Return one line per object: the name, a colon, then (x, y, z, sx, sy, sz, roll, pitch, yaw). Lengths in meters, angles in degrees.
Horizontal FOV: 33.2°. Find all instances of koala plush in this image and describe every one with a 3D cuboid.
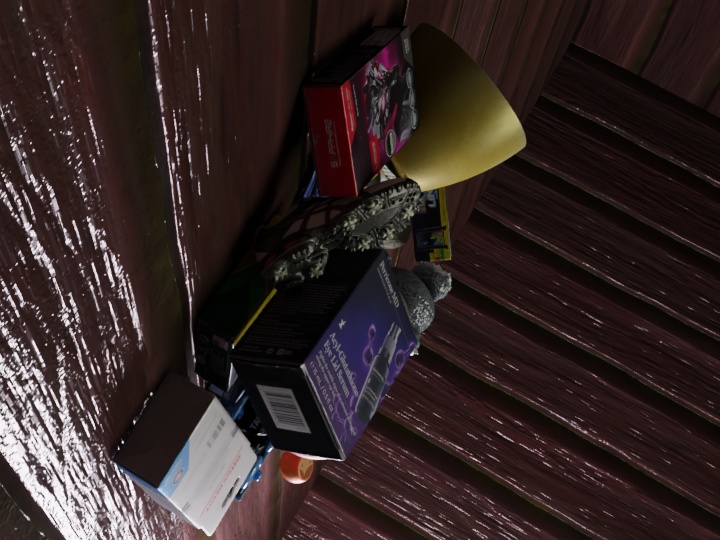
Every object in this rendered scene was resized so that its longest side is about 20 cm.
koala plush: (0.024, 0.031, 1.774, 0.178, 0.199, 0.184, -56, 170, -31)

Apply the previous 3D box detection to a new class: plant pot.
plant pot: (0.087, -0.182, 1.496, 0.142, 0.200, 0.200, -41, 170, -4)

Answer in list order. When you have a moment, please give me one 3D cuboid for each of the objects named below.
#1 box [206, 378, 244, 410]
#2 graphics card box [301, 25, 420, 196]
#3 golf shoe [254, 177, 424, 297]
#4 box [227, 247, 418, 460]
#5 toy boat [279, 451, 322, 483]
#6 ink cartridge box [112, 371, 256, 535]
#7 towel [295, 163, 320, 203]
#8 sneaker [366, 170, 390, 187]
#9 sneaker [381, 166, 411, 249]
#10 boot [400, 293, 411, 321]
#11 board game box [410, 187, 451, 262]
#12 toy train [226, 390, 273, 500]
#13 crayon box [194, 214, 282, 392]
box: (-0.125, 0.077, 1.571, 0.200, 0.037, 0.137, -49, 165, -57)
graphics card box: (0.005, -0.178, 1.322, 0.200, 0.050, 0.127, -51, 139, -54)
golf shoe: (-0.029, -0.058, 1.315, 0.199, 0.089, 0.077, -28, 141, 1)
box: (-0.036, 0.087, 1.359, 0.201, 0.103, 0.149, -55, 136, -38)
toy boat: (-0.091, 0.240, 1.727, 0.199, 0.129, 0.132, 7, -79, 60)
ink cartridge box: (-0.192, 0.211, 1.354, 0.116, 0.066, 0.200, -59, 158, -20)
towel: (-0.020, -0.161, 1.512, 0.146, 0.024, 0.200, -67, 172, 25)
sneaker: (-0.004, -0.090, 1.486, 0.200, 0.069, 0.091, 76, 36, -69)
sneaker: (0.018, -0.127, 1.680, 0.072, 0.115, 0.201, -16, 148, -5)
boot: (0.000, 0.000, 1.552, 0.073, 0.201, 0.151, -32, -159, 9)
board game box: (0.094, -0.132, 1.744, 0.166, 0.056, 0.202, -89, 173, -73)
toy train: (-0.129, 0.191, 1.510, 0.201, 0.086, 0.114, -59, 178, -8)
crayon box: (-0.119, 0.027, 1.395, 0.201, 0.050, 0.127, -56, 169, -32)
